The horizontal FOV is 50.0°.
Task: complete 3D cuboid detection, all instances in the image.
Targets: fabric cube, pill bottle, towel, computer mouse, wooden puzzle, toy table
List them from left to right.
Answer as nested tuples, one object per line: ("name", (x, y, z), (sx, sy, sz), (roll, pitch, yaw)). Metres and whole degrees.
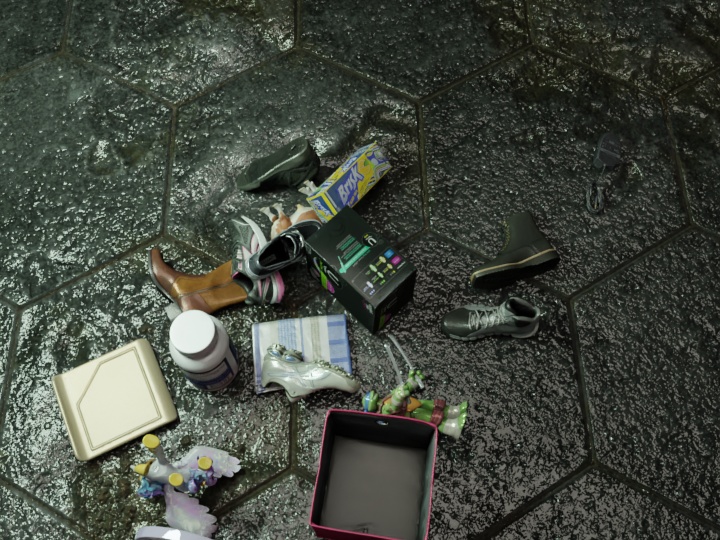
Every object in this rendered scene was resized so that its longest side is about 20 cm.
("wooden puzzle", (-0.478, 0.250, 1.503), (0.199, 0.037, 0.186), (-22, 67, -14))
("toy table", (-0.306, 0.522, 1.311), (0.198, 0.185, 0.118), (5, 49, 16))
("pill bottle", (-0.297, 0.148, 1.454), (0.110, 0.200, 0.112), (0, 65, 0))
("towel", (-0.119, 0.165, 1.542), (0.198, 0.024, 0.148), (-7, 66, -3))
("fabric cube", (0.026, 0.373, 1.353), (0.194, 0.200, 0.202), (7, 66, 5))
("computer mouse", (0.532, -0.215, 1.707), (0.058, 0.034, 0.201), (23, 72, -8))

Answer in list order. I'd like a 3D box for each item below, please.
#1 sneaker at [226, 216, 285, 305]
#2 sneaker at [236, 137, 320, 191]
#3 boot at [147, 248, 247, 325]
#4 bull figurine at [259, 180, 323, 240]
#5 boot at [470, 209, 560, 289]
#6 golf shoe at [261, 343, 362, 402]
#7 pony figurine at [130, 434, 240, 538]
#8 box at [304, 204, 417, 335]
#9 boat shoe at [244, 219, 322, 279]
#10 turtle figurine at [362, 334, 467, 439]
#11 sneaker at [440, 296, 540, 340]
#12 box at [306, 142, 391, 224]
("sneaker", (-0.228, -0.019, 1.555), (0.086, 0.080, 0.201), (-17, 67, -34))
("sneaker", (-0.170, -0.204, 1.681), (0.198, 0.114, 0.077), (-24, 48, 20))
("boot", (-0.323, 0.006, 1.590), (0.199, 0.069, 0.189), (-25, 68, -11))
("bull figurine", (-0.137, -0.099, 1.625), (0.199, 0.065, 0.122), (-36, 109, -22))
("boot", (0.299, -0.046, 1.613), (0.198, 0.078, 0.139), (-13, 62, -20))
("golf shoe", (-0.097, 0.213, 1.480), (0.198, 0.078, 0.098), (17, 83, 13))
("pony figurine", (-0.320, 0.371, 1.381), (0.192, 0.200, 0.168), (23, 60, -6))
("box", (0.000, 0.000, 1.545), (0.124, 0.149, 0.200), (-42, 73, -18))
("boat shoe", (-0.140, -0.051, 1.535), (0.199, 0.068, 0.072), (-31, 91, -35))
("turtle figurine", (0.111, 0.224, 1.450), (0.192, 0.144, 0.201), (19, 71, 4))
("sneaker", (0.260, 0.085, 1.524), (0.198, 0.116, 0.076), (-2, 66, -1))
("box", (-0.022, -0.186, 1.633), (0.070, 0.064, 0.200), (54, 54, -17))
